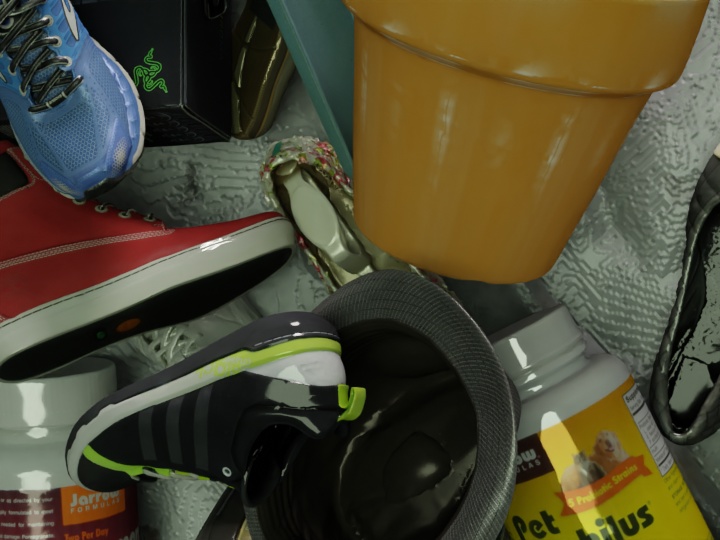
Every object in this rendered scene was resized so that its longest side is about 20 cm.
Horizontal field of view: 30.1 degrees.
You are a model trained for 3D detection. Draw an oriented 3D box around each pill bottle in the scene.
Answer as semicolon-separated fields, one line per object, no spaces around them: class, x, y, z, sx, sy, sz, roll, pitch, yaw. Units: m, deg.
pill bottle;-0.201;0.163;0.882;0.109;0.110;0.200;-1;96;13
pill bottle;0.133;0.126;0.804;0.109;0.109;0.200;-27;89;14

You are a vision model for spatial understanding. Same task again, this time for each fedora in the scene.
fedora;0.026;0.102;0.749;0.177;0.090;0.200;45;111;33

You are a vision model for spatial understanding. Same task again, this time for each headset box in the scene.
headset box;-0.174;-0.167;0.834;0.200;0.093;0.174;-2;82;13

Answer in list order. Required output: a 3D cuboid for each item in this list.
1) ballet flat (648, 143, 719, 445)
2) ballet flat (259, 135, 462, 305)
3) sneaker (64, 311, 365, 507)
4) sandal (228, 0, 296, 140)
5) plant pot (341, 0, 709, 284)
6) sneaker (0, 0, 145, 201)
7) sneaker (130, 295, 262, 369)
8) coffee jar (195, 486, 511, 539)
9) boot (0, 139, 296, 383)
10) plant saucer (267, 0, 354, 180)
ballet flat;0.221;0.011;0.799;0.066;0.057;0.200;13;98;10
ballet flat;0.000;0.000;0.844;0.076;0.064;0.200;-41;87;11
sneaker;-0.084;0.095;0.731;0.200;0.072;0.083;-31;67;30
sandal;-0.033;-0.170;0.835;0.080;0.054;0.200;53;127;45
plant pot;0.074;-0.101;0.764;0.200;0.200;0.184;19;115;10
sneaker;-0.188;-0.128;0.739;0.078;0.089;0.200;-30;78;9
sneaker;-0.105;0.051;0.847;0.200;0.116;0.074;34;103;9
coffee jar;-0.007;0.189;0.843;0.200;0.104;0.085;4;111;13
boot;-0.150;-0.033;0.810;0.200;0.072;0.144;-19;69;-17
plant saucer;-0.020;-0.142;0.778;0.019;0.200;0.070;11;54;31
